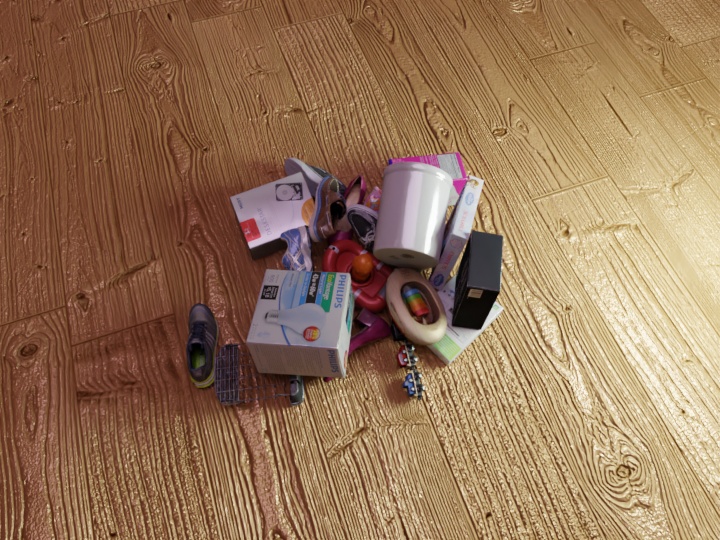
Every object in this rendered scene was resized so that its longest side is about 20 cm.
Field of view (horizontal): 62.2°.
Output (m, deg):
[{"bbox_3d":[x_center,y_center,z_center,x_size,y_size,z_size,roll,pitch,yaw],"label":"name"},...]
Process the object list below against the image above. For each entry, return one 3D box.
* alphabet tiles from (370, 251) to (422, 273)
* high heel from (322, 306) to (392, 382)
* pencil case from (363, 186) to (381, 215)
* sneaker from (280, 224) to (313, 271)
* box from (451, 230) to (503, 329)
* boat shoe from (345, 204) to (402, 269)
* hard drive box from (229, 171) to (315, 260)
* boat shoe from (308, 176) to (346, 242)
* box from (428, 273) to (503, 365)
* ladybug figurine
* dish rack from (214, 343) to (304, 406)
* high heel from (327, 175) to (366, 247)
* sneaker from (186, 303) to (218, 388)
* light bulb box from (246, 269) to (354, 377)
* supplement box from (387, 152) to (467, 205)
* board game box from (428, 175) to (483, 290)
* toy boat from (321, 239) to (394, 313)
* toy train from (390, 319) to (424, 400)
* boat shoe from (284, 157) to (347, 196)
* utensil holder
[{"bbox_3d":[0.124,-0.076,1.556,0.166,0.006,0.200,40,68,19],"label":"alphabet tiles"},{"bbox_3d":[-0.005,0.189,1.381,0.096,0.067,0.201,36,75,-7],"label":"high heel"},{"bbox_3d":[0.100,-0.130,1.516,0.198,0.088,0.088,29,63,2],"label":"pencil case"},{"bbox_3d":[-0.151,-0.006,1.458,0.075,0.076,0.204,-6,79,-5],"label":"sneaker"},{"bbox_3d":[0.262,0.026,1.350,0.077,0.201,0.143,7,61,2],"label":"box"},{"bbox_3d":[0.036,-0.079,1.474,0.200,0.073,0.068,48,29,-7],"label":"boat shoe"},{"bbox_3d":[-0.214,-0.140,1.534,0.197,0.077,0.158,-22,73,-12],"label":"hard drive box"},{"bbox_3d":[-0.071,-0.154,1.474,0.071,0.073,0.203,-8,52,23],"label":"boat shoe"},{"bbox_3d":[0.226,0.111,1.438,0.199,0.037,0.144,-39,68,-21],"label":"box"},{"bbox_3d":[0.121,0.086,1.380,0.134,0.072,0.202,-9,62,-27],"label":"ladybug figurine"},{"bbox_3d":[-0.230,0.232,1.355,0.196,0.055,0.156,-6,60,-2],"label":"dish rack"},{"bbox_3d":[-0.039,-0.148,1.533,0.066,0.097,0.203,15,62,6],"label":"high heel"},{"bbox_3d":[-0.366,0.163,1.374,0.072,0.081,0.203,-9,61,-6],"label":"sneaker"},{"bbox_3d":[-0.123,0.115,1.313,0.196,0.126,0.201,2,52,8],"label":"light bulb box"},{"bbox_3d":[0.174,-0.235,1.587,0.196,0.102,0.105,-5,56,-5],"label":"supplement box"},{"bbox_3d":[0.227,-0.089,1.433,0.041,0.201,0.202,20,52,2],"label":"board game box"},{"bbox_3d":[0.000,0.000,1.433,0.199,0.131,0.131,35,65,11],"label":"toy boat"},{"bbox_3d":[0.105,0.201,1.376,0.045,0.034,0.203,-7,66,-14],"label":"toy train"},{"bbox_3d":[-0.121,-0.245,1.619,0.199,0.073,0.071,38,44,19],"label":"boat shoe"},{"bbox_3d":[0.120,-0.123,1.386,0.167,0.170,0.204,8,76,4],"label":"utensil holder"}]
